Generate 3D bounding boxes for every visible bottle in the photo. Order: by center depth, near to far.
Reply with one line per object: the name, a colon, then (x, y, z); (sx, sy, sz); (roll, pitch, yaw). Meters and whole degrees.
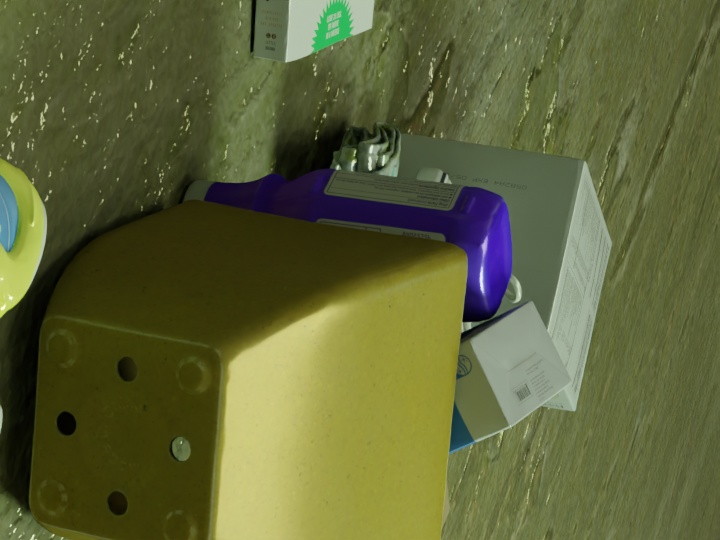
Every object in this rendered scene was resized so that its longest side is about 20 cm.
bottle: (-0.010, -0.020, 1.452); (0.065, 0.200, 0.084); (-64, 155, -43)

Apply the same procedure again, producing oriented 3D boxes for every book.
book: (-0.028, -0.247, 1.567); (0.134, 0.048, 0.200); (-34, 132, -62)

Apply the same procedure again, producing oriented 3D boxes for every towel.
towel: (0.000, 0.000, 1.685); (0.171, 0.048, 0.201); (-68, 164, -79)

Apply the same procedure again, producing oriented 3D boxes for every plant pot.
plant pot: (-0.077, 0.077, 1.321); (0.200, 0.195, 0.195); (-13, 111, -62)

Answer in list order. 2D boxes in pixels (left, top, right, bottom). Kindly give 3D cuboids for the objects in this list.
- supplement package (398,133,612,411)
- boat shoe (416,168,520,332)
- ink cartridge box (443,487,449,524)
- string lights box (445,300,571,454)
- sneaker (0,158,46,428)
supplement package: (0.102, 0.004, 1.889); (0.200, 0.151, 0.151); (56, 45, -69)
boat shoe: (0.072, 0.013, 1.727); (0.075, 0.086, 0.202); (95, 0, -51)
ink cartridge box: (0.001, 0.189, 1.792); (0.200, 0.075, 0.165); (-65, 158, -44)
string lights box: (0.016, 0.092, 1.446); (0.059, 0.200, 0.103); (64, 28, 0)
sneaker: (-0.208, 0.022, 1.084); (0.105, 0.076, 0.200); (54, 38, -49)
